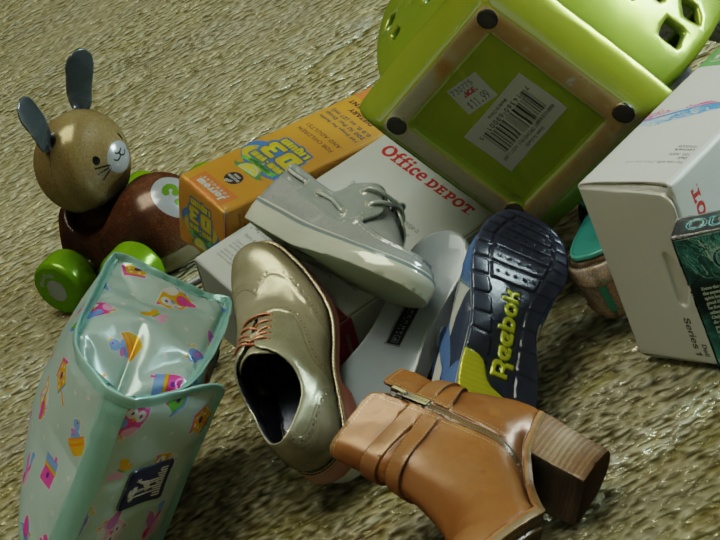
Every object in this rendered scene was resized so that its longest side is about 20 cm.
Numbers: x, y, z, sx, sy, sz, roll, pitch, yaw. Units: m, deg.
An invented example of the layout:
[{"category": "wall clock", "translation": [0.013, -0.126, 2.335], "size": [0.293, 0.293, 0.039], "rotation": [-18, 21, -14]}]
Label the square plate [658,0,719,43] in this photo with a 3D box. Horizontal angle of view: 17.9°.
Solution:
[{"category": "square plate", "translation": [0.291, -0.199, 1.803], "size": [0.197, 0.029, 0.200], "rotation": [14, 2, 5]}]

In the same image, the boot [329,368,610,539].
[{"category": "boot", "translation": [0.048, 0.131, 1.406], "size": [0.155, 0.077, 0.200], "rotation": [23, 40, 20]}]

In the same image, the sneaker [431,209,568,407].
[{"category": "sneaker", "translation": [0.089, 0.043, 1.581], "size": [0.082, 0.074, 0.201], "rotation": [-57, 11, 50]}]

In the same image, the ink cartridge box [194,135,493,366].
[{"category": "ink cartridge box", "translation": [0.000, 0.000, 1.740], "size": [0.200, 0.083, 0.146], "rotation": [-33, 45, -20]}]

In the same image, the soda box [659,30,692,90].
[{"category": "soda box", "translation": [0.180, -0.130, 1.903], "size": [0.199, 0.064, 0.068], "rotation": [-32, 24, -17]}]

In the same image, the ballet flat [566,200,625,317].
[{"category": "ballet flat", "translation": [0.193, -0.029, 1.681], "size": [0.068, 0.067, 0.200], "rotation": [-17, 24, 29]}]

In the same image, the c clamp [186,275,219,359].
[{"category": "c clamp", "translation": [-0.173, 0.062, 1.890], "size": [0.170, 0.027, 0.200], "rotation": [-28, 24, -8]}]

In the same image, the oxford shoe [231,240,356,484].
[{"category": "oxford shoe", "translation": [-0.056, 0.051, 1.596], "size": [0.071, 0.074, 0.201], "rotation": [-37, 52, 18]}]

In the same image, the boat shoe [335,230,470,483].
[{"category": "boat shoe", "translation": [0.032, 0.070, 1.629], "size": [0.073, 0.068, 0.200], "rotation": [10, 65, 38]}]

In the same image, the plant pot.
[{"category": "plant pot", "translation": [0.126, -0.154, 1.675], "size": [0.200, 0.199, 0.182], "rotation": [-47, 12, 37]}]

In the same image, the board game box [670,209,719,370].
[{"category": "board game box", "translation": [0.306, 0.010, 1.412], "size": [0.199, 0.136, 0.028], "rotation": [-11, 27, 26]}]

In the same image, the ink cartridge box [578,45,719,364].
[{"category": "ink cartridge box", "translation": [0.254, -0.051, 1.571], "size": [0.084, 0.145, 0.200], "rotation": [4, 37, 45]}]

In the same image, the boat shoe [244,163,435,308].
[{"category": "boat shoe", "translation": [-0.007, -0.033, 1.635], "size": [0.200, 0.070, 0.072], "rotation": [26, 81, 50]}]

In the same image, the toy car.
[{"category": "toy car", "translation": [-0.229, -0.091, 2.042], "size": [0.157, 0.201, 0.164], "rotation": [-6, 30, 36]}]

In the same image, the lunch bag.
[{"category": "lunch bag", "translation": [-0.171, 0.109, 1.601], "size": [0.121, 0.171, 0.200], "rotation": [22, 25, -7]}]

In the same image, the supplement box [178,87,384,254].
[{"category": "supplement box", "translation": [-0.047, -0.072, 1.814], "size": [0.199, 0.069, 0.066], "rotation": [-29, 47, -29]}]
